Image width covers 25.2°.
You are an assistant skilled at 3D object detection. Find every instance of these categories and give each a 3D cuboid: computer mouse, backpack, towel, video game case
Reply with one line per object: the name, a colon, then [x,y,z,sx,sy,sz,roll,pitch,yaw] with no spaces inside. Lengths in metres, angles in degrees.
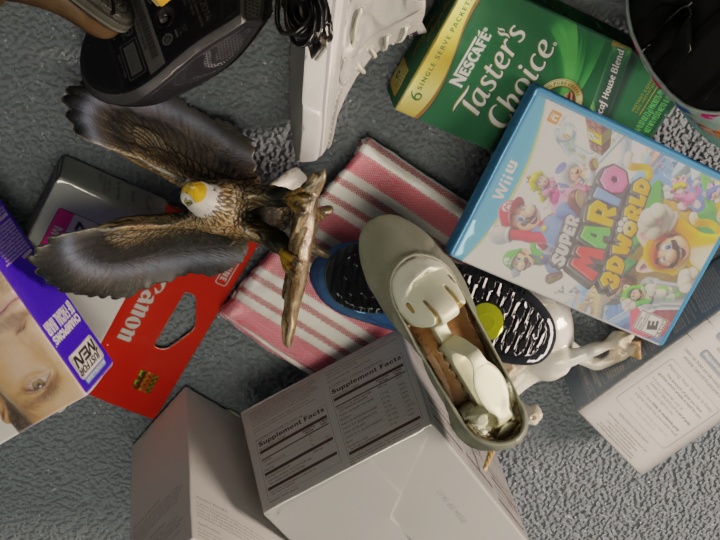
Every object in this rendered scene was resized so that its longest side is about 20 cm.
computer mouse: [-0.107,-0.174,1.131,0.199,0.139,0.053,-25,157,21]
backpack: [0.295,-0.183,1.132,0.200,0.178,0.150,-32,150,13]
towel: [0.000,0.000,1.296,0.146,0.030,0.200,33,110,-23]
video game case: [0.182,-0.039,1.230,0.199,0.018,0.144,23,104,-19]

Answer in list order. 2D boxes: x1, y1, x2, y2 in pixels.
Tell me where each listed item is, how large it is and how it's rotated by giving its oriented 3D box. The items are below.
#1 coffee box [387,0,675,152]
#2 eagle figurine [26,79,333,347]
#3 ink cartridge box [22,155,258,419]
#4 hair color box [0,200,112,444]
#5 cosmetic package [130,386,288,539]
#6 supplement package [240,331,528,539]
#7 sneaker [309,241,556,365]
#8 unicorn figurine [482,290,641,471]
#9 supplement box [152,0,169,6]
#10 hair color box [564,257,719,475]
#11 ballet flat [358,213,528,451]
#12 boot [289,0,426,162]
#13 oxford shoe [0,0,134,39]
coffee box: [0.133,-0.141,1.214,0.199,0.044,0.123,22,116,-20]
eagle figurine: [-0.124,-0.050,1.176,0.199,0.152,0.151,12,141,13]
ink cartridge box: [-0.200,0.029,1.277,0.173,0.044,0.200,24,116,-19]
hair color box: [-0.290,0.025,1.207,0.109,0.065,0.200,-29,104,20]
cosmetic package: [-0.122,0.199,1.298,0.107,0.200,0.085,35,110,-23]
supplement package: [0.021,0.173,1.331,0.155,0.111,0.200,-28,133,10]
sneaker: [0.056,0.024,1.263,0.199,0.078,0.066,17,84,-12]
unicorn figurine: [0.158,0.051,1.312,0.137,0.074,0.201,-7,93,11]
supplement box: [-0.096,-0.290,1.054,0.200,0.110,0.109,-37,119,14]
hair color box: [0.283,0.073,1.358,0.200,0.061,0.099,-37,119,16]
ballet flat: [0.067,0.045,1.194,0.067,0.064,0.201,-31,98,-15]
boot: [0.002,-0.167,1.165,0.095,0.074,0.201,0,126,-12]
oxford shoe: [-0.250,-0.210,1.110,0.199,0.073,0.085,30,116,-10]
